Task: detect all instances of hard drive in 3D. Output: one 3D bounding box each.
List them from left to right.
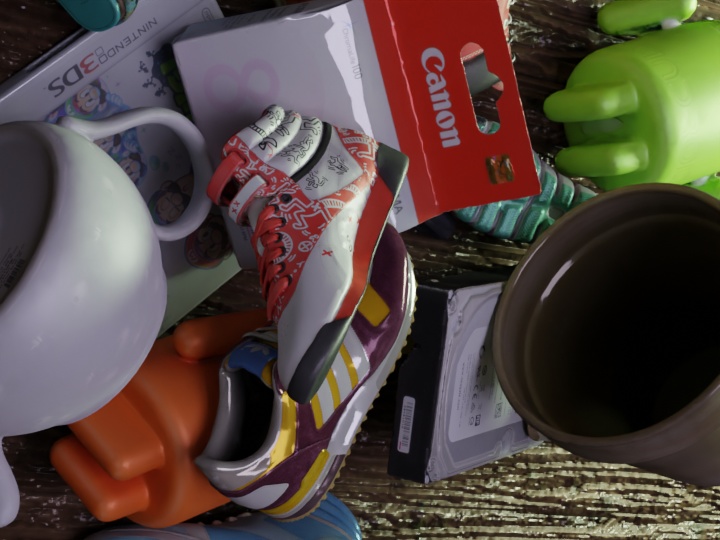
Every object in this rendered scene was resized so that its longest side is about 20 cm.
[{"bbox_3d":[0.089,0.071,1.391,0.200,0.038,0.140,-7,106,-61],"label":"hard drive"}]

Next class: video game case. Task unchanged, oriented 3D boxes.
[{"bbox_3d":[-0.135,-0.070,1.241,0.182,0.024,0.200,-40,122,-24],"label":"video game case"}]

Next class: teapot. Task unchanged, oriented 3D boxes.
[{"bbox_3d":[-0.183,0.016,1.125,0.146,0.200,0.197,37,33,-40],"label":"teapot"}]

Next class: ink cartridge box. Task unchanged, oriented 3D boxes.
[{"bbox_3d":[-0.002,-0.094,1.214,0.057,0.200,0.163,-63,142,-61],"label":"ink cartridge box"}]

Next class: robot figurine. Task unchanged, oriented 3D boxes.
[{"bbox_3d":[-0.100,0.094,1.239,0.200,0.117,0.144,-18,105,-42],"label":"robot figurine"},{"bbox_3d":[0.235,-0.124,1.455,0.200,0.116,0.176,-20,100,-33],"label":"robot figurine"}]

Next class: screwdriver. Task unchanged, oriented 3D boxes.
[{"bbox_3d":[0.013,-0.069,1.326,0.200,0.028,0.029,41,49,-50],"label":"screwdriver"}]

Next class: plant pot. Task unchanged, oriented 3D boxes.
[{"bbox_3d":[0.218,0.065,1.345,0.174,0.200,0.200,42,74,-46],"label":"plant pot"}]

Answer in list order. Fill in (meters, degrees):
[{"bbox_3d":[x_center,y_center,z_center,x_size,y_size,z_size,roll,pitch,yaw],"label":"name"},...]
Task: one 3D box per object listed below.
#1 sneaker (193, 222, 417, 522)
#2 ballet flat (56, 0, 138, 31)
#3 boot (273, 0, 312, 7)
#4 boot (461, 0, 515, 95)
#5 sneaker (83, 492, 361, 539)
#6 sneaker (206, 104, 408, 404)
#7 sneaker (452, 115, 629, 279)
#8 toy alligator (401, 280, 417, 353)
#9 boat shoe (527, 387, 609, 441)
[{"bbox_3d":[-0.033,0.050,1.169,0.090,0.075,0.200,36,69,-47],"label":"sneaker"},{"bbox_3d":[-0.197,-0.232,1.140,0.074,0.074,0.200,-49,126,-19],"label":"ballet flat"},{"bbox_3d":[-0.011,-0.183,1.260,0.075,0.107,0.200,-21,111,-30],"label":"boot"},{"bbox_3d":[0.102,-0.212,1.364,0.200,0.072,0.144,-40,122,-14],"label":"boot"},{"bbox_3d":[-0.089,0.192,1.310,0.200,0.131,0.080,11,114,-4],"label":"sneaker"},{"bbox_3d":[-0.047,-0.015,1.128,0.108,0.067,0.201,23,48,-4],"label":"sneaker"},{"bbox_3d":[0.115,-0.052,1.419,0.200,0.088,0.074,31,88,-14],"label":"sneaker"},{"bbox_3d":[0.000,0.000,1.346,0.054,0.059,0.200,-22,121,13],"label":"toy alligator"},{"bbox_3d":[0.201,0.093,1.484,0.200,0.065,0.072,-18,119,-53],"label":"boat shoe"}]
